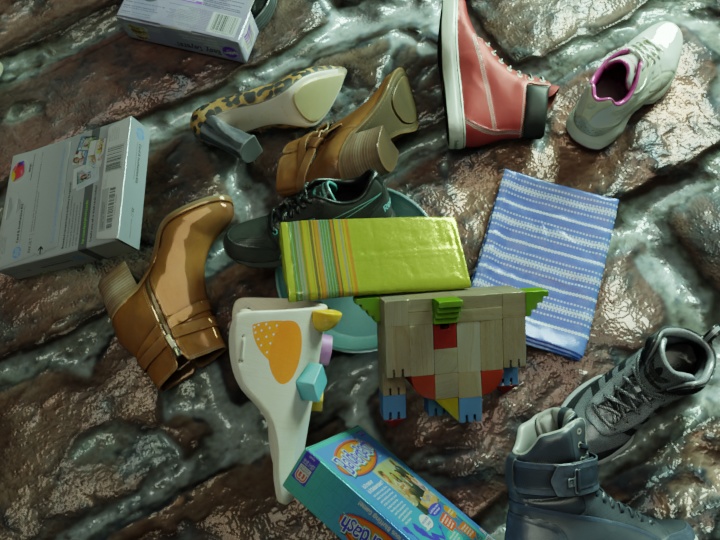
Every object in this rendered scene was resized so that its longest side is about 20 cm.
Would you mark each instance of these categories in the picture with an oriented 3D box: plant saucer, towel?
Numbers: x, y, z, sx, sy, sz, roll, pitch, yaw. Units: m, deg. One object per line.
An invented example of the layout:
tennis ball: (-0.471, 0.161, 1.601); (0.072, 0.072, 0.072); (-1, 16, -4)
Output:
plant saucer: (0.000, 0.000, 0.826); (0.194, 0.036, 0.205); (-2, 69, 5)
towel: (0.014, -0.013, 0.744); (0.194, 0.018, 0.088); (-3, 65, -14)
towel: (0.205, -0.011, 0.814); (0.141, 0.024, 0.204); (16, 72, 11)

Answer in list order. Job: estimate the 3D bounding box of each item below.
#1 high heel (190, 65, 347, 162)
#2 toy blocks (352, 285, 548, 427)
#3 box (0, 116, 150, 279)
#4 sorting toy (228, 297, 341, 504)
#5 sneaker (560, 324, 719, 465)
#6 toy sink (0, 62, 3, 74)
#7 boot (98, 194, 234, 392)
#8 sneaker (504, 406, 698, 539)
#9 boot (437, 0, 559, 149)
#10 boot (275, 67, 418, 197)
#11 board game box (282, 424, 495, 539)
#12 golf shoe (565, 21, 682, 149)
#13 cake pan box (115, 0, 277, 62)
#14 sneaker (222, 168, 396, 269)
high heel: (-0.122, -0.222, 0.917); (0.199, 0.072, 0.141); (-41, 48, -23)
toy blocks: (0.094, 0.092, 0.741); (0.194, 0.100, 0.141); (-4, 97, -8)
box: (-0.347, -0.084, 0.861); (0.195, 0.041, 0.160); (-11, 67, 22)
sorting toy: (-0.078, 0.125, 0.714); (0.104, 0.200, 0.186); (1, 92, -9)
sneaker: (0.271, 0.118, 0.708); (0.198, 0.114, 0.076); (-35, 69, -8)
toy sink: (-0.566, -0.259, 0.946); (0.195, 0.112, 0.133); (12, 71, 16)
boot: (-0.193, 0.025, 0.820); (0.199, 0.074, 0.156); (-40, 68, 4)
sneaker: (0.226, 0.203, 0.669); (0.197, 0.077, 0.151); (2, 82, -16)
boot: (0.168, -0.254, 0.887); (0.140, 0.073, 0.206); (-6, 77, 3)
boot: (-0.014, -0.164, 0.877); (0.152, 0.077, 0.203); (-11, 44, 31)
board game box: (0.039, 0.233, 0.669); (0.198, 0.152, 0.046); (37, 98, 18)
golf shoe: (0.326, -0.235, 0.850); (0.075, 0.092, 0.201); (37, 76, 19)
cake pan box: (-0.213, -0.394, 0.991); (0.195, 0.052, 0.189); (13, 73, 11)
sneaker: (-0.060, -0.062, 0.788); (0.195, 0.080, 0.076); (-14, 46, -1)
